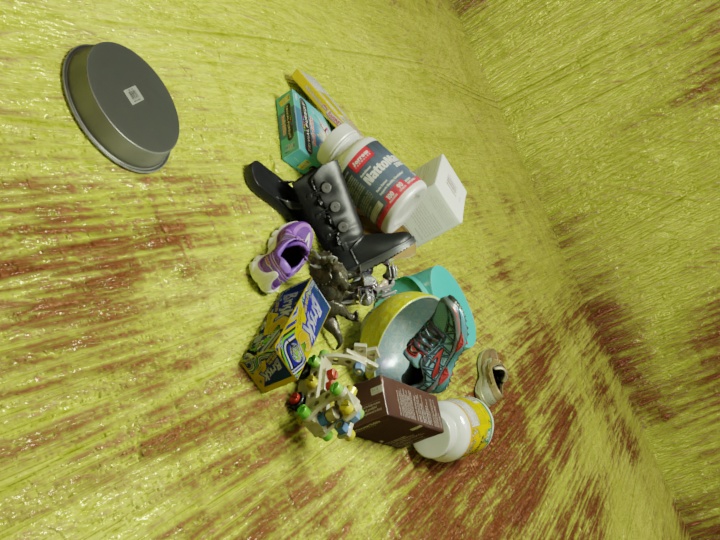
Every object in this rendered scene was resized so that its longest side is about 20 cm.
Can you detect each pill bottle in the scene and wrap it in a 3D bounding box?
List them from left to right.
[{"bbox_3d":[0.017,-0.177,1.514,0.199,0.120,0.119,42,23,12],"label":"pill bottle"},{"bbox_3d":[0.175,0.306,1.550,0.199,0.111,0.115,9,59,-61],"label":"pill bottle"}]

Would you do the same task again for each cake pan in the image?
[{"bbox_3d":[-0.332,-0.238,1.148,0.200,0.036,0.203,44,33,-37],"label":"cake pan"}]

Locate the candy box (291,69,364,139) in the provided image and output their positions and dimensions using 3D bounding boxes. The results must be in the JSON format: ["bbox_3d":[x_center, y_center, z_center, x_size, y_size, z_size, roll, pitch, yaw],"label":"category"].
[{"bbox_3d":[-0.061,-0.335,1.693,0.201,0.026,0.102,50,12,9],"label":"candy box"}]

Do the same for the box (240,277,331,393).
[{"bbox_3d":[-0.110,0.095,1.238,0.065,0.069,0.201,57,27,-20],"label":"box"}]

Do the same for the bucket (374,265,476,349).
[{"bbox_3d":[0.134,0.098,1.633,0.207,0.133,0.210,44,31,-35],"label":"bucket"}]

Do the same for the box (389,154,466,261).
[{"bbox_3d":[0.115,-0.132,1.727,0.107,0.198,0.153,52,28,-19],"label":"box"}]

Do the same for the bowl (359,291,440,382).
[{"bbox_3d":[0.061,0.122,1.477,0.107,0.203,0.199,27,-3,41],"label":"bowl"}]

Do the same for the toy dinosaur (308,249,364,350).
[{"bbox_3d":[-0.048,0.039,1.370,0.078,0.100,0.203,-102,-162,-53],"label":"toy dinosaur"}]

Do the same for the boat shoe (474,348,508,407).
[{"bbox_3d":[0.321,0.253,1.933,0.075,0.066,0.201,53,27,-21],"label":"boat shoe"}]

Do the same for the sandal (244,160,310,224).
[{"bbox_3d":[-0.127,-0.132,1.442,0.199,0.042,0.078,30,42,-50],"label":"sandal"}]

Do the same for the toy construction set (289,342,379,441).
[{"bbox_3d":[-0.040,0.176,1.230,0.093,0.129,0.201,55,27,-18],"label":"toy construction set"}]

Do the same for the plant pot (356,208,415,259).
[{"bbox_3d":[0.019,-0.081,1.552,0.196,0.028,0.201,18,23,-7],"label":"plant pot"}]

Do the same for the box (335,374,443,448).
[{"bbox_3d":[0.053,0.246,1.384,0.199,0.099,0.076,30,42,-50],"label":"box"}]

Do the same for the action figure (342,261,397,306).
[{"bbox_3d":[0.000,0.000,1.501,0.202,0.127,0.071,-102,-167,-54],"label":"action figure"}]

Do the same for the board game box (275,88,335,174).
[{"bbox_3d":[-0.085,-0.246,1.620,0.199,0.046,0.154,33,39,-48],"label":"board game box"}]

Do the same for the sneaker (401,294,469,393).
[{"bbox_3d":[0.124,0.137,1.402,0.094,0.204,0.079,-4,31,-28],"label":"sneaker"}]

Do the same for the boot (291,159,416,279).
[{"bbox_3d":[-0.011,-0.102,1.427,0.203,0.162,0.066,64,-10,2],"label":"boot"}]

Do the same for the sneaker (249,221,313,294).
[{"bbox_3d":[-0.110,-0.027,1.335,0.081,0.082,0.201,56,26,-16],"label":"sneaker"}]
